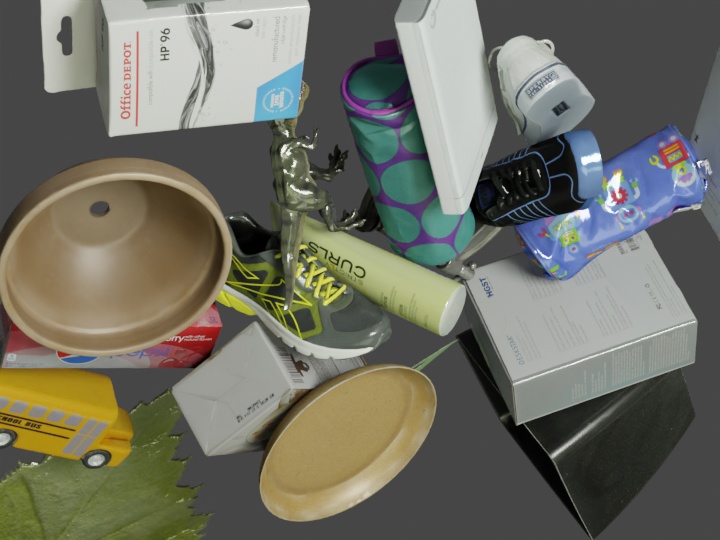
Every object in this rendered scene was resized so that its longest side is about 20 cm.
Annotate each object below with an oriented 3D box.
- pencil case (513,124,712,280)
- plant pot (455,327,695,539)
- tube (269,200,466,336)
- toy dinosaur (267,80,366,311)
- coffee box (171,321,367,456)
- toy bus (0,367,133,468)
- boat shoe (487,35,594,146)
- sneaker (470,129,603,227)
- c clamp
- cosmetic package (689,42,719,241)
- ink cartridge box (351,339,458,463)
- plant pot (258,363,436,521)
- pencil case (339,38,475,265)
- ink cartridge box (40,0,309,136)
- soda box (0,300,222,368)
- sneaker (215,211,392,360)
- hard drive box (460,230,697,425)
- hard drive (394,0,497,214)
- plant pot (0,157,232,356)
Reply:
[{"bbox_3d":[0.251,-0.064,1.434,0.199,0.087,0.078,-30,172,10],"label":"pencil case"},{"bbox_3d":[0.248,0.134,1.579,0.177,0.200,0.200,-35,140,-3],"label":"plant pot"},{"bbox_3d":[0.000,0.000,1.336,0.052,0.199,0.058,-7,120,-66],"label":"tube"},{"bbox_3d":[-0.044,-0.069,1.281,0.088,0.047,0.201,-7,97,-40],"label":"toy dinosaur"},{"bbox_3d":[-0.080,0.117,1.427,0.114,0.080,0.200,-37,162,17],"label":"coffee box"},{"bbox_3d":[-0.309,0.133,1.408,0.199,0.065,0.078,19,123,-38],"label":"toy bus"},{"bbox_3d":[0.151,-0.168,1.287,0.074,0.086,0.202,-37,167,10],"label":"boat shoe"},{"bbox_3d":[0.152,-0.076,1.310,0.077,0.071,0.200,-12,172,-16],"label":"sneaker"},{"bbox_3d":[0.067,-0.042,1.416,0.171,0.027,0.200,-39,136,17],"label":"c clamp"},{"bbox_3d":[0.386,-0.133,1.399,0.081,0.113,0.201,-11,137,-13],"label":"cosmetic package"},{"bbox_3d":[0.016,0.159,1.522,0.200,0.048,0.145,-38,173,35],"label":"ink cartridge box"},{"bbox_3d":[-0.016,0.162,1.401,0.199,0.028,0.201,-24,140,-22],"label":"plant pot"},{"bbox_3d":[0.043,-0.099,1.280,0.085,0.093,0.200,-4,138,15],"label":"pencil case"},{"bbox_3d":[-0.148,-0.174,1.143,0.199,0.068,0.116,-8,137,-16],"label":"ink cartridge box"},{"bbox_3d":[-0.235,0.047,1.342,0.199,0.070,0.064,1,135,-26],"label":"soda box"},{"bbox_3d":[-0.062,0.013,1.313,0.074,0.199,0.085,-45,151,-47],"label":"sneaker"},{"bbox_3d":[0.222,0.048,1.488,0.199,0.156,0.077,-18,140,-5],"label":"hard drive box"},{"bbox_3d":[0.075,-0.164,1.199,0.027,0.132,0.201,3,137,21],"label":"hard drive"},{"bbox_3d":[-0.217,-0.029,1.244,0.200,0.093,0.202,-13,135,-13],"label":"plant pot"}]
